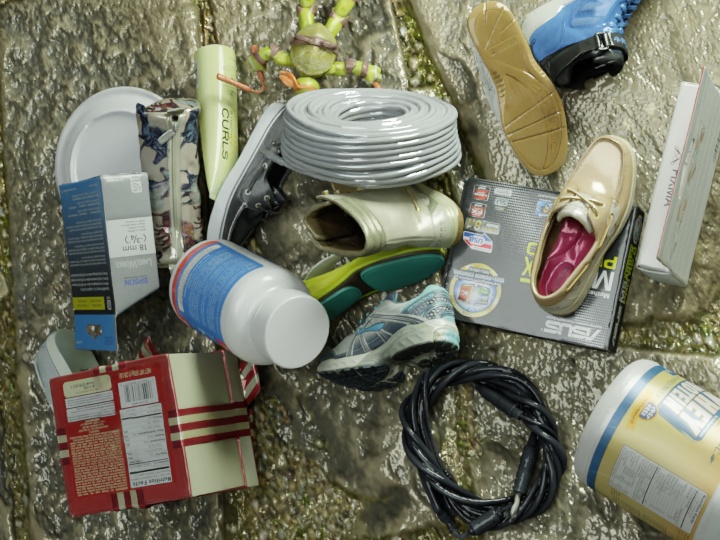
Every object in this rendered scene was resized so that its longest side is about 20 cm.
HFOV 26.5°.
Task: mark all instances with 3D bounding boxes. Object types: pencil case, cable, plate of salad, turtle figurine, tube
[{"bbox_3d":[-0.220,-0.100,1.788,0.078,0.089,0.201,-2,102,-1],"label":"pencil case"},{"bbox_3d":[0.130,0.180,1.654,0.163,0.051,0.200,-27,71,16],"label":"cable"},{"bbox_3d":[-0.284,-0.125,1.877,0.200,0.048,0.201,1,94,20],"label":"plate of salad"},{"bbox_3d":[0.011,-0.151,1.686,0.200,0.200,0.069,30,127,51],"label":"cable"},{"bbox_3d":[-0.063,-0.267,1.786,0.199,0.064,0.162,9,77,6],"label":"turtle figurine"},{"bbox_3d":[-0.169,-0.170,1.834,0.052,0.058,0.201,-31,59,56],"label":"tube"}]

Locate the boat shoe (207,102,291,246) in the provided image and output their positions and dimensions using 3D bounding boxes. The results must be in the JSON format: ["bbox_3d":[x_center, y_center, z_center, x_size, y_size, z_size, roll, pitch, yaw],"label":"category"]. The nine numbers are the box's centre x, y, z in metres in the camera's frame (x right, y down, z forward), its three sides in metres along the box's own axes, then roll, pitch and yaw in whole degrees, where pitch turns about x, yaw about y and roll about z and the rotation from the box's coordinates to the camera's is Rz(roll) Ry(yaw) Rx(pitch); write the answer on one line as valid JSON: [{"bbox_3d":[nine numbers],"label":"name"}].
[{"bbox_3d":[-0.112,-0.099,1.800,0.066,0.070,0.200,24,83,26],"label":"boat shoe"}]

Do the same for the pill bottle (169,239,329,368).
[{"bbox_3d":[-0.122,0.040,1.703,0.200,0.112,0.112,25,91,54],"label":"pill bottle"}]

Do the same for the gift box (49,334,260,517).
[{"bbox_3d":[-0.221,0.167,1.727,0.184,0.187,0.201,-7,84,21],"label":"gift box"}]

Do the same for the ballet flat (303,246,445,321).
[{"bbox_3d":[0.000,0.000,1.736,0.200,0.067,0.067,-27,56,18],"label":"ballet flat"}]

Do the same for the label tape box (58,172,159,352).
[{"bbox_3d":[-0.293,-0.009,1.793,0.144,0.063,0.201,-2,95,60],"label":"label tape box"}]

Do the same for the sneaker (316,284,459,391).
[{"bbox_3d":[0.033,0.075,1.693,0.200,0.078,0.087,-22,55,39],"label":"sneaker"}]

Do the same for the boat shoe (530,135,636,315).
[{"bbox_3d":[0.231,-0.050,1.593,0.074,0.069,0.200,19,89,24],"label":"boat shoe"}]

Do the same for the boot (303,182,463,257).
[{"bbox_3d":[-0.005,-0.072,1.681,0.200,0.154,0.072,32,121,41],"label":"boot"}]

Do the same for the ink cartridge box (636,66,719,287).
[{"bbox_3d":[0.322,-0.094,1.554,0.043,0.174,0.201,13,86,24],"label":"ink cartridge box"}]

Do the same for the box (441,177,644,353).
[{"bbox_3d":[0.195,-0.007,1.663,0.200,0.044,0.161,12,85,24],"label":"box"}]

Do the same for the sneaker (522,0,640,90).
[{"bbox_3d":[0.279,-0.274,1.655,0.200,0.077,0.111,-32,64,19],"label":"sneaker"}]

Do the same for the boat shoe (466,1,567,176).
[{"bbox_3d":[0.174,-0.201,1.697,0.071,0.069,0.200,-21,92,-2],"label":"boat shoe"}]

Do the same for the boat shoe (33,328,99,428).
[{"bbox_3d":[-0.338,0.170,1.850,0.071,0.070,0.201,-39,69,33],"label":"boat shoe"}]

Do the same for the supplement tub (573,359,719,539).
[{"bbox_3d":[0.329,0.194,1.517,0.200,0.145,0.145,30,93,24],"label":"supplement tub"}]
